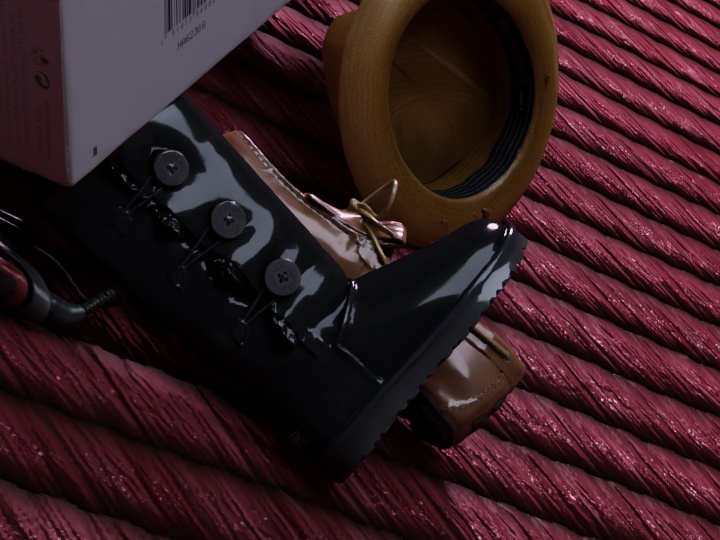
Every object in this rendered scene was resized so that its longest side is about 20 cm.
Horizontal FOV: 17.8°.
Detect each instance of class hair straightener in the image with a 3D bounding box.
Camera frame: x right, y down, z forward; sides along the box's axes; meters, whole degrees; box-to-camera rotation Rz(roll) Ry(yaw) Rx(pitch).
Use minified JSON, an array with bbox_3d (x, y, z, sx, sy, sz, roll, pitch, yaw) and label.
[{"bbox_3d":[-0.195,-0.036,1.056,0.199,0.041,0.077,28,25,-18],"label":"hair straightener"}]

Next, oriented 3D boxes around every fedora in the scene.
[{"bbox_3d":[0.037,-0.111,1.390,0.082,0.202,0.200,15,5,42],"label":"fedora"}]

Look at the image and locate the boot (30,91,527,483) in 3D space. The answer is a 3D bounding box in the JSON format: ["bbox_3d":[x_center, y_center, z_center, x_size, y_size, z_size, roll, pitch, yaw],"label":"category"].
[{"bbox_3d":[-0.036,-0.022,1.109,0.200,0.066,0.165,42,63,-2],"label":"boot"}]

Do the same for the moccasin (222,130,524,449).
[{"bbox_3d":[0.000,-0.001,1.189,0.201,0.074,0.078,41,69,11],"label":"moccasin"}]

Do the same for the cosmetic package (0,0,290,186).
[{"bbox_3d":[-0.162,-0.165,1.069,0.199,0.123,0.199,19,40,22],"label":"cosmetic package"}]
